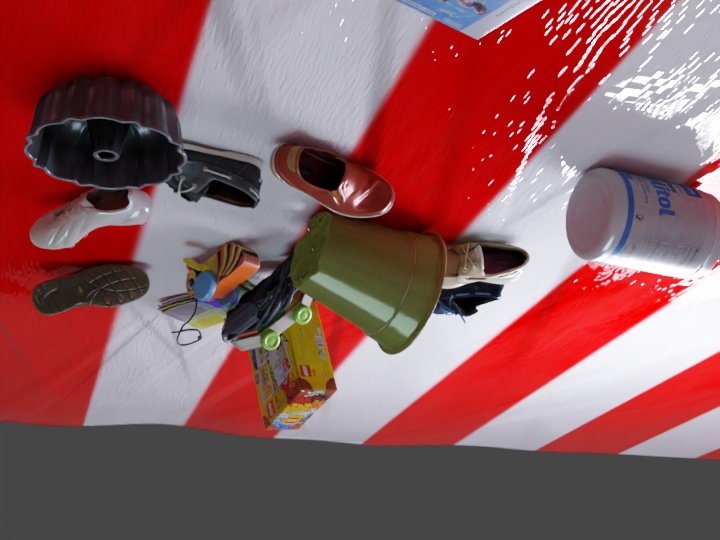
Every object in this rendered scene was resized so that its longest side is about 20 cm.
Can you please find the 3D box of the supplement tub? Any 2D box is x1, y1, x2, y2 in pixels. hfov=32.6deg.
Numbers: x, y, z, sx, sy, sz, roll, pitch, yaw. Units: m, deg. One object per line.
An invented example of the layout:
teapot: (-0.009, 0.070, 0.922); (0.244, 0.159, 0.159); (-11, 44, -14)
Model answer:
supplement tub: (0.404, -0.066, 1.752); (0.197, 0.134, 0.132); (8, 158, -25)

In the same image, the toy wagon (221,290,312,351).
toy wagon: (-0.139, 0.057, 2.062); (0.155, 0.199, 0.040); (27, 151, 56)

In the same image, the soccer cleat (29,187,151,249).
soccer cleat: (-0.397, -0.084, 1.779); (0.197, 0.070, 0.078); (-14, 152, 13)

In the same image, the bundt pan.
bundt pan: (-0.311, -0.175, 1.521); (0.198, 0.077, 0.202); (-1, 158, 0)

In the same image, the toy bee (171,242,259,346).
toy bee: (-0.251, 0.011, 2.005); (0.198, 0.110, 0.131); (-32, 144, 9)

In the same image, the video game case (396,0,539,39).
video game case: (0.107, -0.315, 1.215); (0.198, 0.046, 0.180); (16, 152, -36)

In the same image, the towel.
towel: (-0.252, 0.068, 2.230); (0.197, 0.023, 0.143); (-12, 156, 26)

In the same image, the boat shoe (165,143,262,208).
boat shoe: (-0.228, -0.128, 1.662); (0.197, 0.069, 0.072); (9, 159, -19)

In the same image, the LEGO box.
LEGO box: (-0.126, 0.156, 2.169); (0.076, 0.203, 0.149); (4, 146, -32)

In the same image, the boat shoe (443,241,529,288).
boat shoe: (0.178, -0.017, 1.968); (0.197, 0.075, 0.066); (-4, 158, -22)

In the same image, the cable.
cable: (-0.140, 0.035, 1.977); (0.199, 0.163, 0.051); (-40, 98, 27)

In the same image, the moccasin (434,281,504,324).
moccasin: (0.174, 0.047, 2.124); (0.079, 0.069, 0.200); (9, 157, -24)

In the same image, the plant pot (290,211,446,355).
plant pot: (0.000, 0.000, 1.875); (0.188, 0.203, 0.200); (24, 151, -22)

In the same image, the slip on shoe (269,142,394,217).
slip on shoe: (-0.030, -0.121, 1.670); (0.198, 0.075, 0.061); (21, 169, -34)

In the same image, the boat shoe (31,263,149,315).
boat shoe: (-0.449, 0.025, 2.067); (0.197, 0.073, 0.068); (-10, -168, 1)
